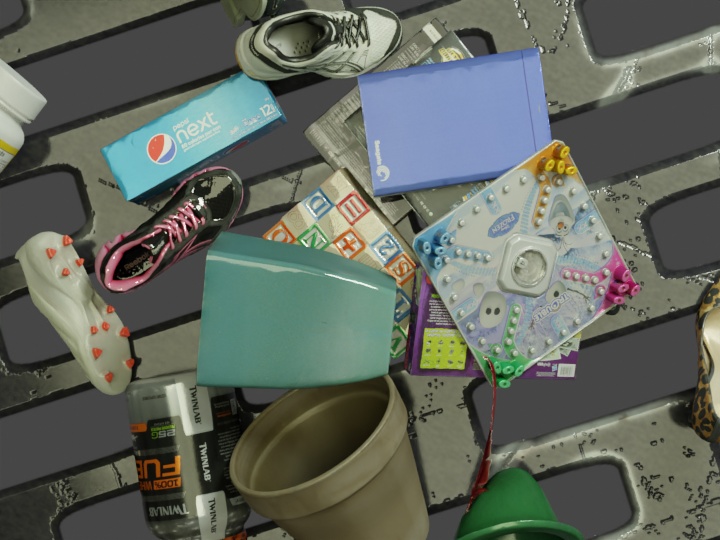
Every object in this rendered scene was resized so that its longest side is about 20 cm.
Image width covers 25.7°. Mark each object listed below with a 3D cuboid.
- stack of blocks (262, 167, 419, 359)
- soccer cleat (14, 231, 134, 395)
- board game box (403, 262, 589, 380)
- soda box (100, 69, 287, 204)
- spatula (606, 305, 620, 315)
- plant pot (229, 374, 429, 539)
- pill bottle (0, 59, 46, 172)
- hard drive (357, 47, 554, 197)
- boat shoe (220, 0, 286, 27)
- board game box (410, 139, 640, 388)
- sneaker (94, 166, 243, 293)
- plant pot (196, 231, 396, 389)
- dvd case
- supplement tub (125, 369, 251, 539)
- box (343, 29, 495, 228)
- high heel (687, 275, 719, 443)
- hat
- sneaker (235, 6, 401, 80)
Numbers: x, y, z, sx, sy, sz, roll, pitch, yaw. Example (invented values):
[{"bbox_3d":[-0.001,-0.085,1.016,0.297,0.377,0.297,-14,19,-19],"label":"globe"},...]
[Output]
[{"bbox_3d":[0.000,0.000,1.753,0.115,0.059,0.200,-40,90,11],"label":"stack of blocks"},{"bbox_3d":[-0.321,0.050,1.783,0.077,0.069,0.201,-17,102,43],"label":"soccer cleat"},{"bbox_3d":[0.149,0.056,1.719,0.198,0.032,0.121,3,105,-19],"label":"board game box"},{"bbox_3d":[-0.185,-0.151,1.772,0.199,0.064,0.068,-28,87,2],"label":"soda box"},{"bbox_3d":[0.225,-0.032,1.763,0.056,0.021,0.201,-36,85,1],"label":"spatula"},{"bbox_3d":[-0.015,0.233,1.694,0.199,0.200,0.174,-28,114,3],"label":"plant pot"},{"bbox_3d":[-0.449,-0.142,1.764,0.114,0.114,0.200,40,91,4],"label":"pill bottle"},{"bbox_3d":[0.103,-0.159,1.708,0.198,0.025,0.133,-8,88,5],"label":"hard drive"},{"bbox_3d":[-0.107,-0.308,1.709,0.066,0.199,0.075,-25,91,-12],"label":"boat shoe"},{"bbox_3d":[0.181,-0.003,1.689,0.199,0.026,0.201,-34,110,-9],"label":"board game box"},{"bbox_3d":[-0.212,-0.038,1.752,0.200,0.095,0.079,-39,97,3],"label":"sneaker"},{"bbox_3d":[-0.063,0.049,1.673,0.198,0.141,0.143,6,100,0],"label":"plant pot"},{"bbox_3d":[0.056,-0.164,1.781,0.200,0.016,0.149,-40,86,3],"label":"dvd case"},{"bbox_3d":[-0.186,0.212,1.736,0.121,0.123,0.202,-10,88,3],"label":"supplement tub"},{"bbox_3d":[0.102,-0.137,1.744,0.159,0.046,0.200,-40,85,3],"label":"box"},{"bbox_3d":[0.397,0.084,1.690,0.071,0.143,0.202,13,90,4],"label":"high heel"},{"bbox_3d":[0.152,0.233,1.735,0.164,0.200,0.177,15,49,-33],"label":"hat"},{"bbox_3d":[-0.034,-0.249,1.726,0.198,0.088,0.076,-16,90,-24],"label":"sneaker"}]
